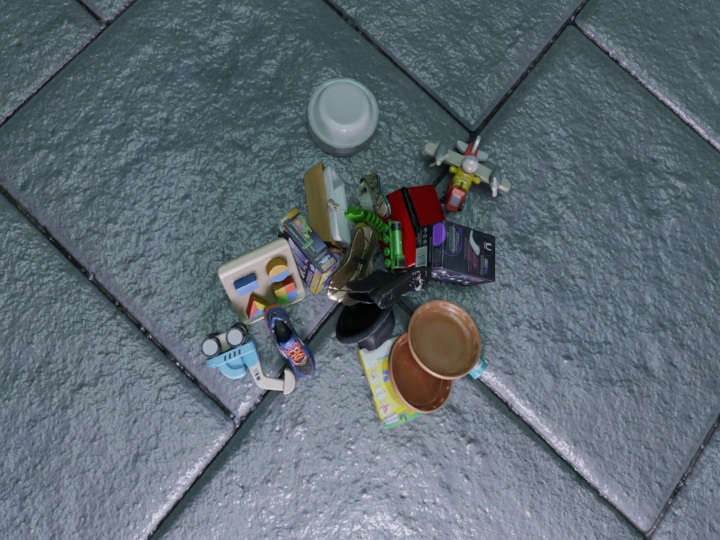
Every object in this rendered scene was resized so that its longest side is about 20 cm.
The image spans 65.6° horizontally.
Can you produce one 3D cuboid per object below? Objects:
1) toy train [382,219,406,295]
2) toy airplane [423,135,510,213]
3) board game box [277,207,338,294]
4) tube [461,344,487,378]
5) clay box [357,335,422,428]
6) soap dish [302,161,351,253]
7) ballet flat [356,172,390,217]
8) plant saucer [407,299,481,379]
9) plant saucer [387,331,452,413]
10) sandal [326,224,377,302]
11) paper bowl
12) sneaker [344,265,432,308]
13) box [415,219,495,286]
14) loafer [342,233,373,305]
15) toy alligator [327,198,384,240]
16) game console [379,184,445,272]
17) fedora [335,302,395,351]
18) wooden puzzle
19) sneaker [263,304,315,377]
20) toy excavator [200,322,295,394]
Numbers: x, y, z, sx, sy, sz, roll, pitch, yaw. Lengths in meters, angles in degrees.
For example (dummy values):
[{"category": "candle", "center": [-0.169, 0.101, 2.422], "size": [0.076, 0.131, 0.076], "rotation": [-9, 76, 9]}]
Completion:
[{"category": "toy train", "center": [0.089, -0.031, 1.439], "size": [0.041, 0.056, 0.207], "rotation": [-2, 86, -38]}, {"category": "toy airplane", "center": [0.287, -0.276, 1.496], "size": [0.195, 0.141, 0.205], "rotation": [-20, 81, -9]}, {"category": "board game box", "center": [-0.134, -0.042, 1.377], "size": [0.056, 0.200, 0.166], "rotation": [-39, 85, -18]}, {"category": "tube", "center": [0.244, 0.188, 1.447], "size": [0.201, 0.051, 0.077], "rotation": [48, 43, 6]}, {"category": "clay box", "center": [0.076, 0.282, 1.412], "size": [0.112, 0.048, 0.206], "rotation": [-16, 81, -11]}, {"category": "soap dish", "center": [-0.084, -0.153, 1.434], "size": [0.079, 0.157, 0.207], "rotation": [-11, 79, 11]}, {"category": "ballet flat", "center": [0.028, -0.190, 1.451], "size": [0.073, 0.069, 0.202], "rotation": [-12, 36, -1]}, {"category": "plant saucer", "center": [0.207, 0.174, 1.399], "size": [0.193, 0.038, 0.206], "rotation": [7, 63, -13]}, {"category": "plant saucer", "center": [0.148, 0.252, 1.398], "size": [0.195, 0.032, 0.207], "rotation": [14, 64, -30]}, {"category": "sandal", "center": [-0.021, -0.016, 1.370], "size": [0.079, 0.054, 0.205], "rotation": [24, 89, -22]}, {"category": "paper bowl", "center": [-0.047, -0.423, 1.512], "size": [0.193, 0.104, 0.208], "rotation": [1, 80, -6]}, {"category": "sneaker", "center": [0.068, 0.026, 1.337], "size": [0.196, 0.061, 0.104], "rotation": [-29, 39, -21]}, {"category": "box", "center": [0.243, -0.040, 1.423], "size": [0.196, 0.105, 0.127], "rotation": [13, 75, -35]}, {"category": "loafer", "center": [0.000, 0.000, 1.437], "size": [0.074, 0.068, 0.206], "rotation": [5, 68, 27]}, {"category": "toy alligator", "center": [0.004, -0.132, 1.381], "size": [0.198, 0.053, 0.061], "rotation": [34, 41, -39]}, {"category": "game console", "center": [0.140, -0.113, 1.512], "size": [0.169, 0.118, 0.206], "rotation": [-22, 79, 22]}, {"category": "fedora", "center": [0.030, 0.126, 1.395], "size": [0.201, 0.199, 0.092], "rotation": [-46, 117, -11]}, {"category": "wooden puzzle", "center": [-0.234, 0.038, 1.367], "size": [0.181, 0.203, 0.047], "rotation": [-24, 44, -10]}, {"category": "sneaker", "center": [-0.177, 0.184, 1.378], "size": [0.074, 0.078, 0.203], "rotation": [-34, 101, -5]}, {"category": "toy excavator", "center": [-0.275, 0.230, 1.375], "size": [0.189, 0.100, 0.206], "rotation": [-21, 94, -7]}]
